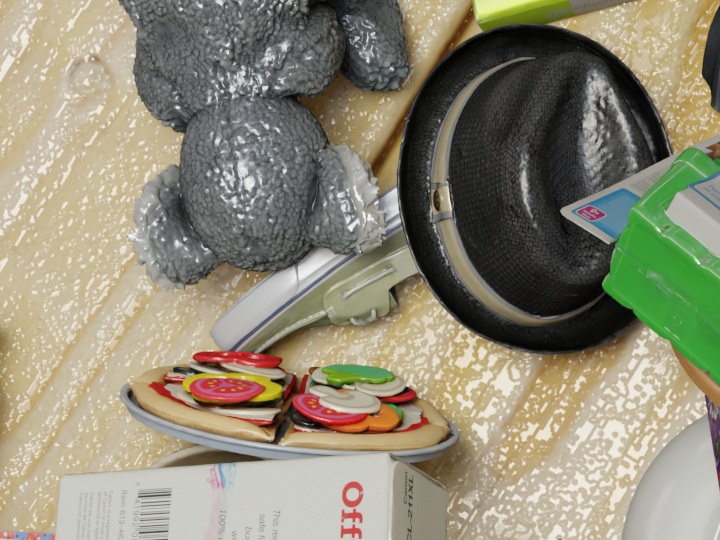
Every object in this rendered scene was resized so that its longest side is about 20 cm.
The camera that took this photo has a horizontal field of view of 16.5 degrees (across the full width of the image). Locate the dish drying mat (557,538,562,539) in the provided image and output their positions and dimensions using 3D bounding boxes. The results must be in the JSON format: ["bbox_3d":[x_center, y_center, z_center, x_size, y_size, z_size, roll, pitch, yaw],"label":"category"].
[{"bbox_3d":[0.143,0.263,1.469,0.077,0.018,0.200,-35,76,6],"label":"dish drying mat"}]

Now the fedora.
[{"bbox_3d":[0.118,-0.054,1.455,0.199,0.092,0.202,3,80,-17],"label":"fedora"}]

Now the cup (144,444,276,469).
[{"bbox_3d":[-0.044,0.203,1.440,0.199,0.143,0.202,-4,82,32],"label":"cup"}]

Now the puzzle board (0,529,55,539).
[{"bbox_3d":[-0.171,0.227,1.424,0.199,0.017,0.152,-1,83,33],"label":"puzzle board"}]

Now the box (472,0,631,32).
[{"bbox_3d":[0.157,-0.228,1.532,0.199,0.048,0.123,-13,79,9],"label":"box"}]

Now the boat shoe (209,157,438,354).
[{"bbox_3d":[0.000,0.000,1.515,0.200,0.072,0.062,-35,90,8],"label":"boat shoe"}]

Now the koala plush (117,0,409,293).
[{"bbox_3d":[-0.067,-0.090,1.476,0.176,0.184,0.201,-7,73,11],"label":"koala plush"}]

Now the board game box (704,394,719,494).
[{"bbox_3d":[0.299,0.103,1.403,0.199,0.032,0.121,3,49,-3],"label":"board game box"}]

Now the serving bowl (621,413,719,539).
[{"bbox_3d":[0.248,0.167,1.440,0.199,0.066,0.201,-2,81,10],"label":"serving bowl"}]

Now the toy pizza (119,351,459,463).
[{"bbox_3d":[-0.040,0.074,1.445,0.199,0.200,0.032,9,98,13],"label":"toy pizza"}]

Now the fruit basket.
[{"bbox_3d":[0.240,-0.018,1.383,0.199,0.094,0.185,-27,55,-33],"label":"fruit basket"}]

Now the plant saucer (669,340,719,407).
[{"bbox_3d":[0.269,0.035,1.423,0.199,0.038,0.201,4,46,-4],"label":"plant saucer"}]

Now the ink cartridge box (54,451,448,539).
[{"bbox_3d":[-0.059,0.180,1.304,0.199,0.083,0.147,-5,70,24],"label":"ink cartridge box"}]

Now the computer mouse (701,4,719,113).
[{"bbox_3d":[0.229,-0.083,1.501,0.058,0.034,0.201,7,83,12],"label":"computer mouse"}]
